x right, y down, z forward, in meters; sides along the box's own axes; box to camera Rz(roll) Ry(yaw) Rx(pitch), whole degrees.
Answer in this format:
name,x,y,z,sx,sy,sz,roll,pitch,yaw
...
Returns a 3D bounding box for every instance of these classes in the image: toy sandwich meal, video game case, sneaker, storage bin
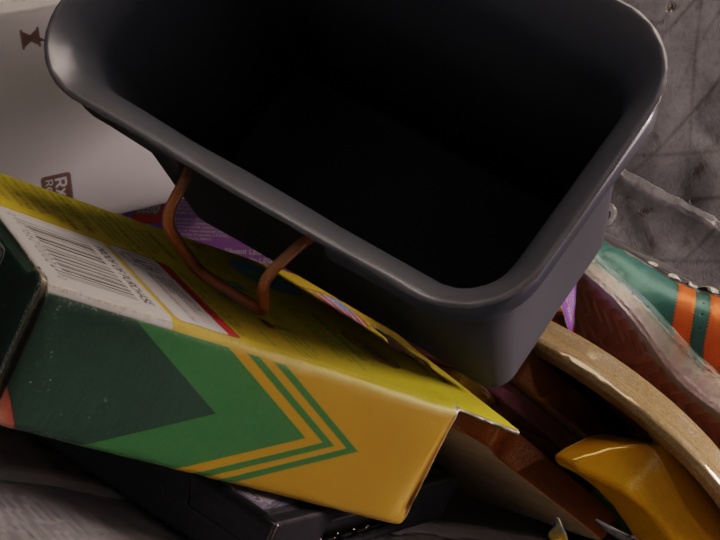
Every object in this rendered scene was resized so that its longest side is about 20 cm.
name,x,y,z,sx,sy,sz,roll,pitch,yaw
toy sandwich meal,0.083,0.088,0.709,0.205,0.070,0.205,36,-17,13
video game case,-0.077,0.050,0.641,0.200,0.026,0.181,29,9,21
sneaker,0.182,0.043,0.820,0.200,0.080,0.071,43,-27,22
storage bin,0.000,-0.038,0.586,0.200,0.146,0.134,30,-17,22

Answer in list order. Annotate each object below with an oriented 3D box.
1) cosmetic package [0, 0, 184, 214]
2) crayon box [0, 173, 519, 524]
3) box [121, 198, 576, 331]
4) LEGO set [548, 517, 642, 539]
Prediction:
name,x,y,z,sx,sy,sz,roll,pitch,yaw
cosmetic package,-0.136,-0.075,0.688,0.200,0.102,0.074,-15,27,-21
crayon box,-0.054,0.029,0.578,0.200,0.051,0.127,20,11,-34
box,0.000,0.000,0.762,0.199,0.039,0.137,3,-13,12
LEGO set,0.151,0.132,0.484,0.154,0.116,0.200,32,11,38
